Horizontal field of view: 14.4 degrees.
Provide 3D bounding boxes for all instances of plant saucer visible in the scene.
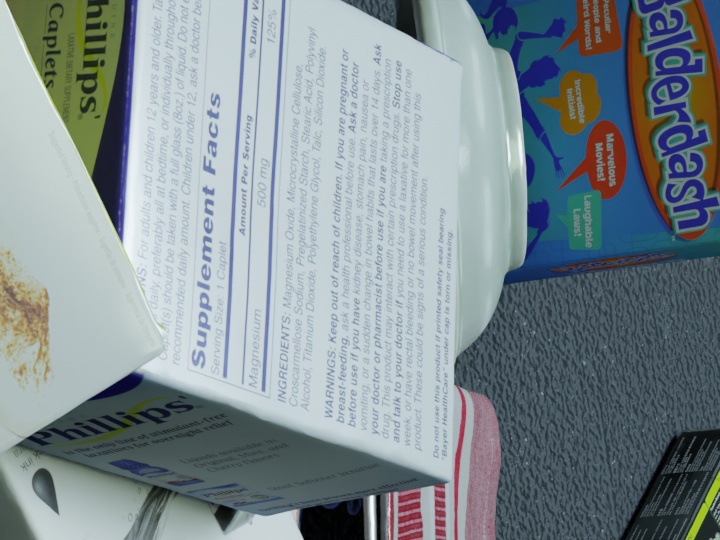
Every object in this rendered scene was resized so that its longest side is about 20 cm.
[{"bbox_3d":[0.050,-0.052,1.368,0.200,0.050,0.200,176,-90,-88],"label":"plant saucer"}]

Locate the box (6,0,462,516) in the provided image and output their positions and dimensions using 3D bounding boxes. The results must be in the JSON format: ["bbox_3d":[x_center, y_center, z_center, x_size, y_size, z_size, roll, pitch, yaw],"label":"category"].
[{"bbox_3d":[-0.060,-0.017,1.117,0.200,0.105,0.184,23,62,-46],"label":"box"}]

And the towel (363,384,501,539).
[{"bbox_3d":[0.037,0.121,1.379,0.200,0.023,0.144,28,59,-72],"label":"towel"}]

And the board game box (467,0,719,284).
[{"bbox_3d":[0.124,-0.077,1.441,0.045,0.200,0.152,11,74,-53],"label":"board game box"}]

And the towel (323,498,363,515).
[{"bbox_3d":[0.000,0.000,1.346,0.147,0.024,0.200,-50,139,-70],"label":"towel"}]

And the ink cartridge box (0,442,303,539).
[{"bbox_3d":[-0.116,0.089,1.178,0.147,0.083,0.200,-50,122,-47],"label":"ink cartridge box"}]

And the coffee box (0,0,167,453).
[{"bbox_3d":[-0.215,-0.030,0.907,0.198,0.200,0.200,-31,113,-18],"label":"coffee box"}]

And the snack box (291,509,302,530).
[{"bbox_3d":[-0.035,0.038,1.321,0.072,0.024,0.200,79,15,-74],"label":"snack box"}]

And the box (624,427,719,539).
[{"bbox_3d":[0.202,0.225,1.623,0.193,0.048,0.200,58,43,-26],"label":"box"}]
